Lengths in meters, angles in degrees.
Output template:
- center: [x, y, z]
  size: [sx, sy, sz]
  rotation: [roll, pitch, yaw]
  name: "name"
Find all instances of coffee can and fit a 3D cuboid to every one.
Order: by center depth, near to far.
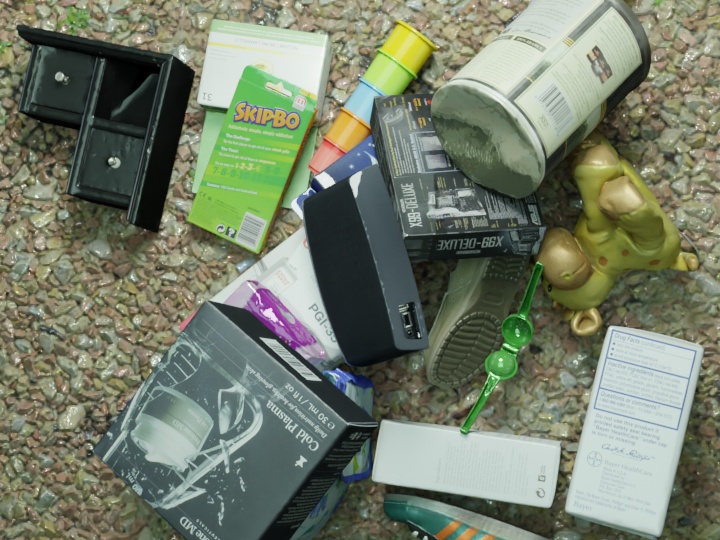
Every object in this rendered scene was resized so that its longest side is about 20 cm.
- center: [0.190, -0.194, 1.581]
  size: [0.146, 0.147, 0.200]
  rotation: [42, 64, 10]
  name: "coffee can"

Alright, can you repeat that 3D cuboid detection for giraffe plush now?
- center: [0.256, -0.029, 1.644]
  size: [0.162, 0.173, 0.200]
  rotation: [-39, 115, 15]
  name: "giraffe plush"

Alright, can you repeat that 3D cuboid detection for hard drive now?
- center: [0.000, 0.000, 1.596]
  size: [0.042, 0.135, 0.202]
  rotation: [-13, 85, -35]
  name: "hard drive"

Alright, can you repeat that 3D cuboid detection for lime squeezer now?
- center: [0.162, 0.088, 1.634]
  size: [0.037, 0.071, 0.201]
  rotation: [25, 92, -1]
  name: "lime squeezer"

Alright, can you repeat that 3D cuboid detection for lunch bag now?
- center: [-0.058, 0.200, 1.650]
  size: [0.127, 0.170, 0.201]
  rotation: [32, 91, 13]
  name: "lunch bag"

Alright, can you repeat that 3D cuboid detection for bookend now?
- center: [-0.319, -0.167, 1.763]
  size: [0.198, 0.092, 0.200]
  rotation: [13, 88, 11]
  name: "bookend"

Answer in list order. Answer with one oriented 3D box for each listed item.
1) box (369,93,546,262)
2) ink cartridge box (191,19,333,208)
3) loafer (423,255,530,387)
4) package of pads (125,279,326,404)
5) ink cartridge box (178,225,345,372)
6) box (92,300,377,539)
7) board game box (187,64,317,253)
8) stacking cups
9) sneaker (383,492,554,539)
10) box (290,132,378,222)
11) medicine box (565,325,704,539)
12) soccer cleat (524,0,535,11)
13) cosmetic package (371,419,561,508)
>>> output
- center: [0.103, -0.106, 1.637]
  size: [0.156, 0.050, 0.201]
  rotation: [-4, 55, -11]
  name: "box"
- center: [-0.119, -0.183, 1.755]
  size: [0.144, 0.048, 0.202]
  rotation: [9, 85, 9]
  name: "ink cartridge box"
- center: [0.127, 0.038, 1.686]
  size: [0.075, 0.068, 0.201]
  rotation: [20, 105, -26]
  name: "loafer"
- center: [-0.146, 0.119, 1.637]
  size: [0.200, 0.076, 0.121]
  rotation: [-45, 82, 5]
  name: "package of pads"
- center: [-0.083, 0.059, 1.710]
  size: [0.200, 0.083, 0.147]
  rotation: [-38, 80, 5]
  name: "ink cartridge box"
- center: [-0.125, 0.170, 1.522]
  size: [0.200, 0.124, 0.197]
  rotation: [39, 96, 16]
  name: "box"
- center: [-0.123, -0.130, 1.731]
  size: [0.095, 0.030, 0.201]
  rotation: [25, 109, 7]
  name: "board game box"
- center: [0.008, -0.191, 1.731]
  size: [0.060, 0.060, 0.201]
  rotation: [37, 95, 10]
  name: "stacking cups"
- center: [0.113, 0.305, 1.664]
  size: [0.198, 0.071, 0.081]
  rotation: [18, 84, 9]
  name: "sneaker"
- center: [0.032, -0.092, 1.690]
  size: [0.200, 0.032, 0.121]
  rotation: [-38, 80, -20]
  name: "box"
- center: [0.288, 0.167, 1.590]
  size: [0.102, 0.182, 0.202]
  rotation: [14, 88, 10]
  name: "medicine box"
- center: [0.224, -0.299, 1.705]
  size: [0.068, 0.073, 0.200]
  rotation: [34, 110, -19]
  name: "soccer cleat"
- center: [0.120, 0.211, 1.657]
  size: [0.198, 0.102, 0.075]
  rotation: [9, 87, 9]
  name: "cosmetic package"
